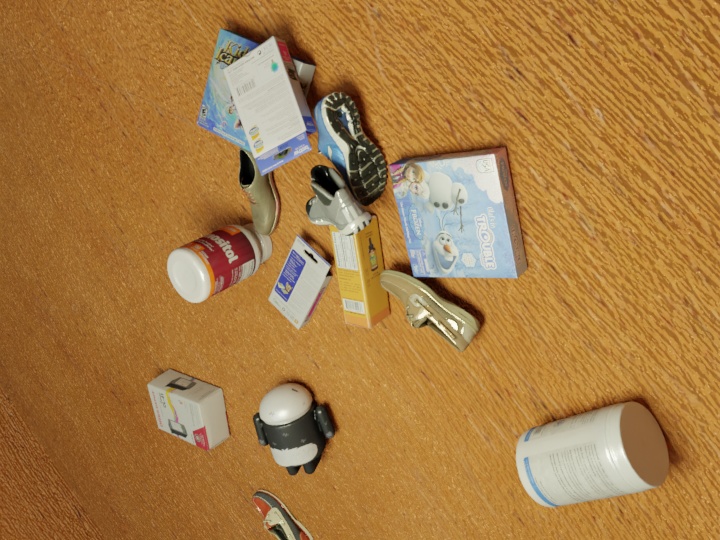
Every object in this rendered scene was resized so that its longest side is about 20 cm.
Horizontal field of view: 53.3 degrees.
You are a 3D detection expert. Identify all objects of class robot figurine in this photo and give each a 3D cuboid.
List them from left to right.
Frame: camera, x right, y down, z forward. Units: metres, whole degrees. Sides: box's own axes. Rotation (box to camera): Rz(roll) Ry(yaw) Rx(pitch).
[{"bbox_3d":[-0.146,0.344,1.568,0.125,0.150,0.201,23,132,65],"label":"robot figurine"}]

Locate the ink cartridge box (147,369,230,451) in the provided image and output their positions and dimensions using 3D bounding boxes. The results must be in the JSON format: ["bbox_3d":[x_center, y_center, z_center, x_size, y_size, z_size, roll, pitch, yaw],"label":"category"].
[{"bbox_3d":[-0.439,0.356,1.838,0.199,0.086,0.148,10,118,34],"label":"ink cartridge box"}]

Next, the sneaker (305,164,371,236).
[{"bbox_3d":[-0.058,-0.135,1.233,0.200,0.075,0.116,24,149,59],"label":"sneaker"}]

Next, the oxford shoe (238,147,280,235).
[{"bbox_3d":[-0.206,-0.155,1.389,0.070,0.075,0.201,14,120,34],"label":"oxford shoe"}]

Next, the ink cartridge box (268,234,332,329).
[{"bbox_3d":[-0.116,0.022,1.435,0.095,0.037,0.200,43,135,15],"label":"ink cartridge box"}]

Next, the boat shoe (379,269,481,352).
[{"bbox_3d":[0.108,0.067,1.236,0.200,0.065,0.071,31,166,22],"label":"boat shoe"}]

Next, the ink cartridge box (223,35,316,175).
[{"bbox_3d":[-0.149,-0.275,1.214,0.119,0.042,0.201,-22,84,29],"label":"ink cartridge box"}]

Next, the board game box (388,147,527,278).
[{"bbox_3d":[0.154,-0.087,1.152,0.198,0.043,0.201,-1,112,39],"label":"board game box"}]

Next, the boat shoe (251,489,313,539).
[{"bbox_3d":[-0.207,0.637,1.809,0.200,0.062,0.071,40,133,18],"label":"boat shoe"}]

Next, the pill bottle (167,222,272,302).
[{"bbox_3d":[-0.273,-0.024,1.425,0.113,0.200,0.113,18,122,31],"label":"pill bottle"}]

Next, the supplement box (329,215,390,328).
[{"bbox_3d":[0.000,0.000,1.308,0.069,0.066,0.201,12,118,38],"label":"supplement box"}]

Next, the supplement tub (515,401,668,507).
[{"bbox_3d":[0.356,0.290,1.121,0.200,0.132,0.132,-30,92,45],"label":"supplement tub"}]

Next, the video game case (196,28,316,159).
[{"bbox_3d":[-0.192,-0.312,1.284,0.199,0.045,0.182,29,110,25],"label":"video game case"}]

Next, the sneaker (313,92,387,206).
[{"bbox_3d":[-0.021,-0.205,1.225,0.089,0.078,0.201,12,129,61],"label":"sneaker"}]
